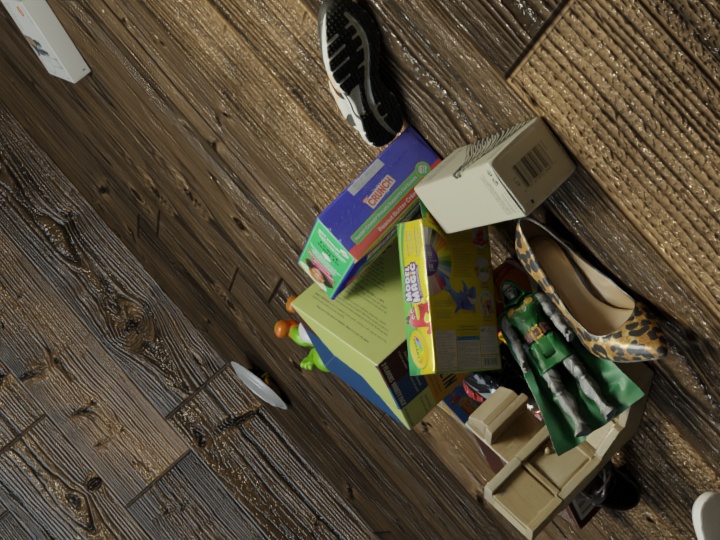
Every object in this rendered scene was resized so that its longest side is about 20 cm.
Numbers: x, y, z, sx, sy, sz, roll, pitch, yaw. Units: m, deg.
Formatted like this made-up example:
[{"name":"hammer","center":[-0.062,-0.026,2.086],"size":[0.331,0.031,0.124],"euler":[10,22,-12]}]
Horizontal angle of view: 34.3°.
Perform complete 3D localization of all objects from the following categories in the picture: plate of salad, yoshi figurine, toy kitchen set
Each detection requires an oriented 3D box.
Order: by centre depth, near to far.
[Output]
[{"name":"toy kitchen set","center":[0.214,0.173,1.395],"size":[0.163,0.200,0.181],"euler":[40,161,24]},{"name":"yoshi figurine","center":[-0.084,0.131,2.235],"size":[0.199,0.112,0.113],"euler":[34,151,35]},{"name":"plate of salad","center":[-0.271,0.306,3.183],"size":[0.199,0.048,0.200],"euler":[36,164,12]}]

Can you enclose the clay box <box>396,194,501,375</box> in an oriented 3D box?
[{"name":"clay box","center":[0.101,0.017,1.346],"size":[0.047,0.114,0.202],"euler":[-13,79,46]}]

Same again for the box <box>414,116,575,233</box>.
[{"name":"box","center":[0.136,-0.096,1.226],"size":[0.069,0.082,0.200],"euler":[51,162,-10]}]

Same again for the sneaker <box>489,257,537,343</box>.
[{"name":"sneaker","center":[0.189,0.068,1.453],"size":[0.073,0.077,0.201],"euler":[30,156,43]}]

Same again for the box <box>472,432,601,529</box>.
[{"name":"box","center":[0.267,0.289,1.737],"size":[0.199,0.075,0.101],"euler":[27,152,49]}]

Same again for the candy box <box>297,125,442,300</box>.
[{"name":"candy box","center":[0.012,-0.066,1.451],"size":[0.077,0.169,0.200],"euler":[44,163,5]}]

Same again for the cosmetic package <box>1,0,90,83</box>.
[{"name":"cosmetic package","center":[-0.661,-0.496,2.444],"size":[0.150,0.052,0.201],"euler":[23,149,51]}]

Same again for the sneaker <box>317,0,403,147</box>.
[{"name":"sneaker","center":[-0.015,-0.230,1.336],"size":[0.080,0.073,0.201],"euler":[41,160,41]}]

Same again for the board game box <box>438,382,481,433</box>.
[{"name":"board game box","center":[0.095,0.146,1.817],"size":[0.195,0.056,0.200],"euler":[36,173,38]}]

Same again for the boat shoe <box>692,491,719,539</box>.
[{"name":"boat shoe","center":[0.445,0.338,1.410],"size":[0.200,0.072,0.068],"euler":[47,165,-24]}]

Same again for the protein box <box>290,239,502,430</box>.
[{"name":"protein box","center":[0.056,0.064,1.562],"size":[0.198,0.200,0.135],"euler":[31,156,45]}]

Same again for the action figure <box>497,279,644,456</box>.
[{"name":"action figure","center":[0.214,0.092,1.322],"size":[0.201,0.118,0.055],"euler":[58,-172,26]}]

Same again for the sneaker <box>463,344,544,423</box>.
[{"name":"sneaker","center":[0.198,0.155,1.620],"size":[0.200,0.071,0.098],"euler":[28,155,54]}]

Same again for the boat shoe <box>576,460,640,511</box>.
[{"name":"boat shoe","center":[0.320,0.277,1.531],"size":[0.057,0.067,0.200],"euler":[18,173,30]}]

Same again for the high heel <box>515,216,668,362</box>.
[{"name":"high heel","center":[0.236,0.019,1.225],"size":[0.143,0.071,0.200],"euler":[52,173,-30]}]
